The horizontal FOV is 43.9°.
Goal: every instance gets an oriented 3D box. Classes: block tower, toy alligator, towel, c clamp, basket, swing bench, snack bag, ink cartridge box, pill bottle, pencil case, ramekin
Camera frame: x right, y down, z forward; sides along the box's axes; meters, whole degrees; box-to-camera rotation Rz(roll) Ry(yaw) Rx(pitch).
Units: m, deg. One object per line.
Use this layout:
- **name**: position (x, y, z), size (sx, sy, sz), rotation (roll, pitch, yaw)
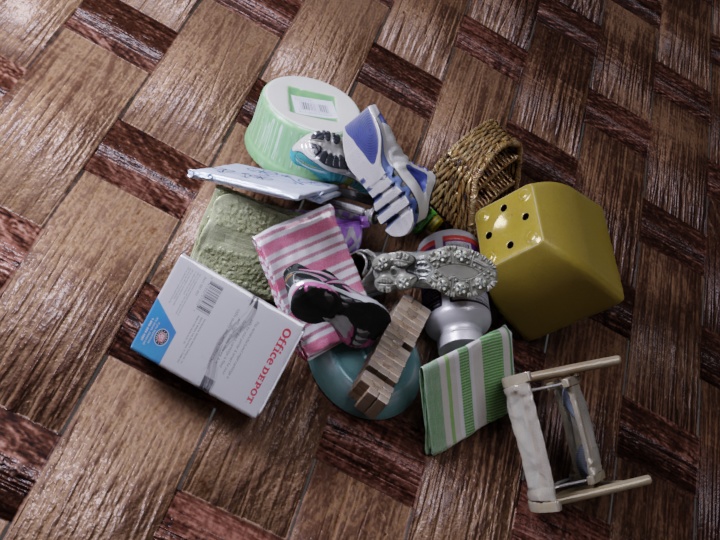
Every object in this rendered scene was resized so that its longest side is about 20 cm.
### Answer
- **block tower**: position (0.046, 0.123, 1.356), size (0.053, 0.058, 0.202), rotation (32, 49, -4)
- **toy alligator**: position (0.101, -0.089, 1.526), size (0.059, 0.054, 0.200), rotation (45, 6, 7)
- **towel**: position (-0.155, -0.032, 1.349), size (0.197, 0.036, 0.151), rotation (18, 96, -29)
- **c clamp**: position (-0.020, -0.106, 1.446), size (0.196, 0.028, 0.170), rotation (17, 16, 25)
- **basket**: position (0.227, -0.169, 1.621), size (0.149, 0.143, 0.199), rotation (46, 44, 8)
- **swing bench**: position (0.314, 0.251, 1.380), size (0.196, 0.129, 0.204), rotation (-6, 79, -26)
- **snack bag**: position (-0.140, -0.131, 1.356), size (0.184, 0.022, 0.200), rotation (14, 12, 12)
- **towel**: position (0.170, 0.184, 1.389), size (0.197, 0.023, 0.156), rotation (-21, 114, -35)
- **ink cartridge box**: position (-0.195, 0.091, 1.244), size (0.197, 0.084, 0.147), rotation (30, 84, -6)
- **pill bottle**: position (0.155, 0.041, 1.475), size (0.110, 0.113, 0.204), rotation (10, 56, -20)
- **pencil case**: position (-0.091, -0.065, 1.439), size (0.196, 0.086, 0.085), rotation (-1, 58, -28)
- **ramekin**: position (-0.091, -0.242, 1.512), size (0.196, 0.099, 0.202), rotation (13, 38, -11)
- **towel**: position (-0.065, 0.016, 1.340), size (0.145, 0.030, 0.204), rotation (-25, 98, -29)

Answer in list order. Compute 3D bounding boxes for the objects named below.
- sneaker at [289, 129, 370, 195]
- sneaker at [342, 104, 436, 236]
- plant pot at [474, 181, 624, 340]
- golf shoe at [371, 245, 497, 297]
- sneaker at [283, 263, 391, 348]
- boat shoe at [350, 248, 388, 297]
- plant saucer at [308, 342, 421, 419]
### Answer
- **sneaker**: position (-0.026, -0.168, 1.433), size (0.198, 0.079, 0.079), rotation (23, 65, -36)
- **sneaker**: position (0.053, -0.153, 1.398), size (0.114, 0.080, 0.203), rotation (-17, 82, -54)
- **plant pot**: position (0.296, -0.033, 1.495), size (0.199, 0.193, 0.198), rotation (32, 43, -42)
- **golf shoe**: position (0.119, -0.003, 1.401), size (0.195, 0.097, 0.080), rotation (4, 96, 11)
- **sneaker**: position (-0.034, 0.039, 1.298), size (0.199, 0.080, 0.087), rotation (34, 18, -44)
- **boat shoe**: position (0.000, 0.000, 1.444), size (0.197, 0.070, 0.072), rotation (-14, 63, -41)
- **plant saucer**: position (0.014, 0.131, 1.395), size (0.196, 0.036, 0.204), rotation (13, 54, -18)
